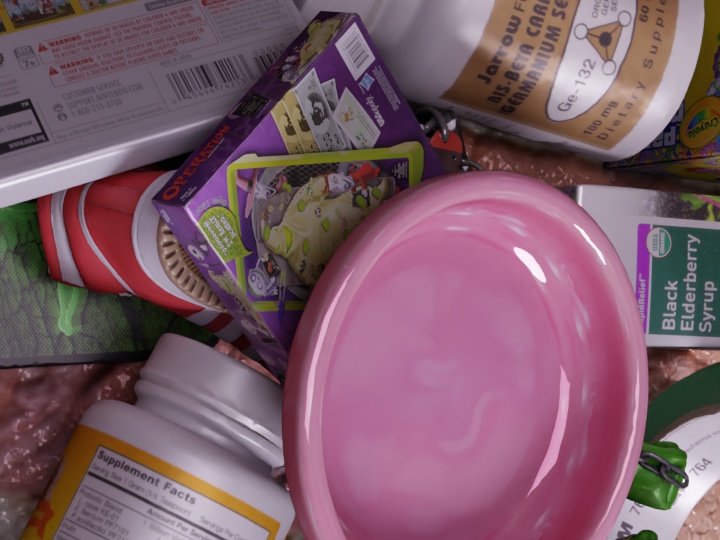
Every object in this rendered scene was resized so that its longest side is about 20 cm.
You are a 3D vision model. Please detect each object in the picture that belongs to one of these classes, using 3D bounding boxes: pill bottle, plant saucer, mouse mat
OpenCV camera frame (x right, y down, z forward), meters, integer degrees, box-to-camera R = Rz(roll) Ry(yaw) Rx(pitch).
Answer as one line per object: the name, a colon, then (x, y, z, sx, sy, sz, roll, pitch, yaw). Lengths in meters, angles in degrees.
pill bottle: (0.059, -0.132, 0.832, 0.198, 0.114, 0.116, 14, 83, -23)
pill bottle: (-0.100, 0.135, 0.759, 0.109, 0.109, 0.201, 31, 77, -20)
plant saucer: (0.042, 0.057, 0.740, 0.199, 0.051, 0.203, -4, 96, -37)
mouse mat: (-0.143, -0.055, 0.799, 0.159, 0.008, 0.202, -3, 89, -24)

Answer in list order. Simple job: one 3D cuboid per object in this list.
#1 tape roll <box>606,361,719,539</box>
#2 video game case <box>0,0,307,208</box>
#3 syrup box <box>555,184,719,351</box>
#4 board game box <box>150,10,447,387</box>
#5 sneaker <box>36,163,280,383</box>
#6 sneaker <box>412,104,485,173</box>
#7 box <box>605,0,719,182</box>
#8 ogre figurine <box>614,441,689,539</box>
tape roll: (0.174, 0.143, 0.832, 0.048, 0.200, 0.202, 27, 79, -21)
video game case: (-0.135, -0.121, 0.748, 0.198, 0.023, 0.183, -19, 65, -23)
syrup box: (0.177, 0.003, 0.901, 0.198, 0.081, 0.080, 4, 87, -25)
board game box: (0.000, 0.000, 0.753, 0.120, 0.032, 0.201, -53, 130, -27)
sneaker: (-0.070, 0.003, 0.800, 0.200, 0.112, 0.072, 44, 67, -50)
sneaker: (0.006, -0.056, 0.817, 0.199, 0.077, 0.082, 29, 107, -32)
box: (0.252, -0.144, 0.914, 0.198, 0.122, 0.195, 5, 87, -24)
ogre figurine: (0.063, 0.152, 0.840, 0.119, 0.098, 0.200, 30, 121, -14)
